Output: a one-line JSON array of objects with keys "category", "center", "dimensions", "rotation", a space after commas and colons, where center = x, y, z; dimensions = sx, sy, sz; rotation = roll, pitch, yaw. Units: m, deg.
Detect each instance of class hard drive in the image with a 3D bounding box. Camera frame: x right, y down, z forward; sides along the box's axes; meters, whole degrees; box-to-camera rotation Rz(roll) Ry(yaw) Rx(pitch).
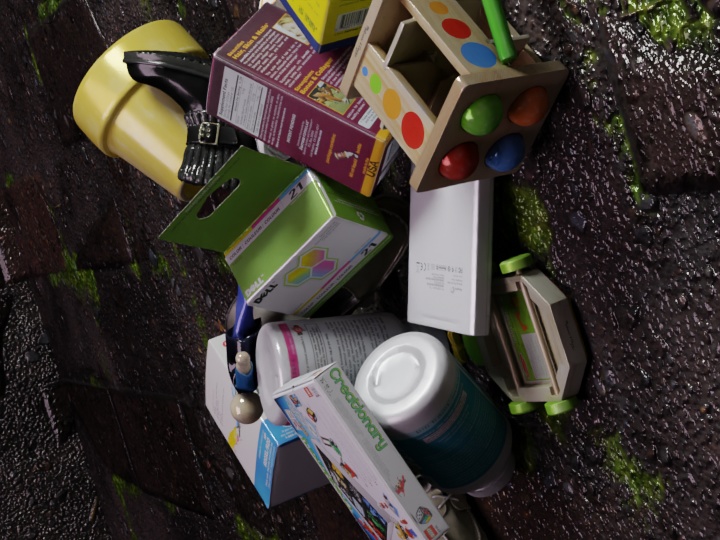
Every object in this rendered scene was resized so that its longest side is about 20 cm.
[{"category": "hard drive", "center": [0.089, -0.042, 1.336], "dimensions": [0.132, 0.026, 0.202], "rotation": [9, 98, 62]}]

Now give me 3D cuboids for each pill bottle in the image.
[{"category": "pill bottle", "center": [-0.008, 0.106, 1.477], "dimensions": [0.113, 0.199, 0.114], "rotation": [175, 90, -72]}, {"category": "pill bottle", "center": [0.086, 0.159, 1.383], "dimensions": [0.200, 0.111, 0.111], "rotation": [48, 173, -39]}]

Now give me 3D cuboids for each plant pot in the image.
[{"category": "plant pot", "center": [-0.256, -0.205, 1.816], "dimensions": [0.189, 0.200, 0.201], "rotation": [45, 148, 13]}]

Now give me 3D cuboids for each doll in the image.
[{"category": "doll", "center": [-0.132, 0.081, 1.535], "dimensions": [0.137, 0.048, 0.201], "rotation": [-115, 28, -75]}]

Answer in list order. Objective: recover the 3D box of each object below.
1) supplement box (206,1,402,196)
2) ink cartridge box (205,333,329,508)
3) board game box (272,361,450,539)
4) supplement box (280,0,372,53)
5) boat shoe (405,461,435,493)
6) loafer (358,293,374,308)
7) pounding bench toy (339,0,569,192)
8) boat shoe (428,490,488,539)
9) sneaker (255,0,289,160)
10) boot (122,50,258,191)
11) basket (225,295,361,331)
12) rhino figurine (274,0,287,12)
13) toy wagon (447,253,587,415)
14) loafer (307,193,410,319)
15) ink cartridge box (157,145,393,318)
[{"category": "supplement box", "center": [-0.046, -0.178, 1.376], "dimensions": [0.199, 0.111, 0.086], "rotation": [28, 139, 9]}, {"category": "ink cartridge box", "center": [-0.103, 0.182, 1.803], "dimensions": [0.200, 0.147, 0.145], "rotation": [52, 149, 34]}, {"category": "board game box", "center": [-0.003, 0.190, 1.340], "dimensions": [0.201, 0.035, 0.126], "rotation": [56, 154, -4]}, {"category": "supplement box", "center": [-0.007, -0.329, 1.299], "dimensions": [0.109, 0.109, 0.200], "rotation": [57, 152, 27]}, {"category": "boat shoe", "center": [0.056, 0.221, 1.486], "dimensions": [0.070, 0.200, 0.064], "rotation": [-28, 76, 23]}, {"category": "loafer", "center": [-0.021, -0.050, 1.553], "dimensions": [0.070, 0.069, 0.201], "rotation": [-115, 16, -71]}, {"category": "pounding bench toy", "center": [0.097, -0.189, 1.165], "dimensions": [0.156, 0.124, 0.201], "rotation": [55, 141, 29]}, {"category": "boat shoe", "center": [0.090, 0.275, 1.569], "dimensions": [0.200, 0.072, 0.062], "rotation": [51, 151, 40]}, {"category": "sneaker", "center": [-0.097, -0.231, 1.588], "dimensions": [0.079, 0.078, 0.201], "rotation": [41, 131, 39]}, {"category": "boot", "center": [-0.217, -0.190, 1.695], "dimensions": [0.210, 0.079, 0.159], "rotation": [16, 101, 11]}, {"category": "basket", "center": [-0.040, 0.103, 1.631], "dimensions": [0.200, 0.180, 0.136], "rotation": [44, 114, 28]}, {"category": "rhino figurine", "center": [-0.060, -0.238, 1.479], "dimensions": [0.059, 0.088, 0.201], "rotation": [18, 131, 20]}, {"category": "toy wagon", "center": [0.152, 0.066, 1.337], "dimensions": [0.200, 0.039, 0.156], "rotation": [-13, 95, 65]}, {"category": "loafer", "center": [0.000, 0.000, 1.492], "dimensions": [0.075, 0.070, 0.200], "rotation": [31, 124, -3]}, {"category": "ink cartridge box", "center": [-0.087, -0.035, 1.389], "dimensions": [0.148, 0.199, 0.076], "rotation": [-44, 57, 24]}]
